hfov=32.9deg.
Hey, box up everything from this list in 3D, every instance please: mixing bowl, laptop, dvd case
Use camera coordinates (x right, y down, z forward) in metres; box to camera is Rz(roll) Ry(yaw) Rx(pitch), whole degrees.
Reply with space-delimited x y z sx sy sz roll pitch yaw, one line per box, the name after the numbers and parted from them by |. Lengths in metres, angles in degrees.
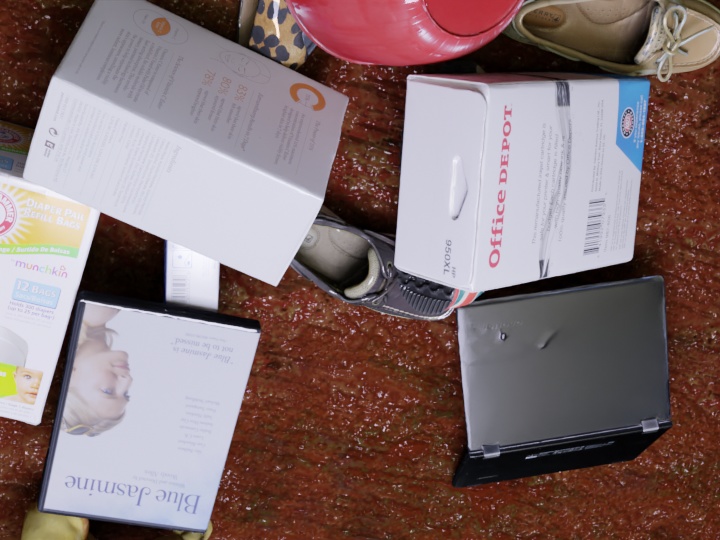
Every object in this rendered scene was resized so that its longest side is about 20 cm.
0.052 -0.224 0.846 0.198 0.108 0.203 -18 126 -27 | mixing bowl
0.174 0.107 1.102 0.184 0.118 0.201 -7 158 -6 | laptop
-0.169 0.116 0.960 0.140 0.018 0.203 10 116 -15 | dvd case

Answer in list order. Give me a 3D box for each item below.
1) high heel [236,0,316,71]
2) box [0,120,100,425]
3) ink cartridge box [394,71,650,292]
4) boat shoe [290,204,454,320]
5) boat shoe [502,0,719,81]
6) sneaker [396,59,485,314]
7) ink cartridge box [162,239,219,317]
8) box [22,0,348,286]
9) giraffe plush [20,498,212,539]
-0.093 -0.231 0.877 0.142 0.072 0.199 -43 119 14 | high heel
-0.274 -0.002 0.941 0.111 0.102 0.202 15 113 -17 | box
0.124 -0.074 0.919 0.198 0.084 0.147 -9 108 -43 | ink cartridge box
0.000 0.000 1.010 0.198 0.065 0.074 22 108 -21 | boat shoe
0.201 -0.186 0.954 0.196 0.063 0.074 3 116 -12 | boat shoe
0.082 -0.067 0.996 0.093 0.069 0.204 -2 99 -55 | sneaker
-0.139 0.033 0.987 0.043 0.094 0.203 1 116 -10 | ink cartridge box
-0.122 -0.098 0.880 0.198 0.125 0.098 24 132 -11 | box
-0.199 0.270 1.025 0.159 0.200 0.176 -6 74 -1 | giraffe plush
